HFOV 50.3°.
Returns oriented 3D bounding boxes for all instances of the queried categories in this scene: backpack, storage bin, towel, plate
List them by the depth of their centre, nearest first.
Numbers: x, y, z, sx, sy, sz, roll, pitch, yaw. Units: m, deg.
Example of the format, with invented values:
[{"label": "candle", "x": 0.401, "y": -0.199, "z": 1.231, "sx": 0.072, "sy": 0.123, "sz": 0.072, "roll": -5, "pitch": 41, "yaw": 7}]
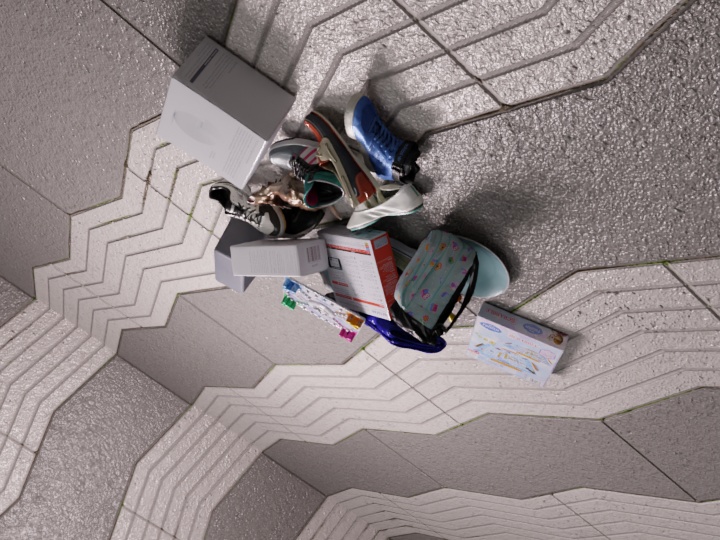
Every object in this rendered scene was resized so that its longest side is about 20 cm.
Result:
[{"label": "backpack", "x": 0.140, "y": 0.026, "z": 1.471, "sx": 0.126, "sy": 0.201, "sz": 0.167, "roll": 30, "pitch": -174, "yaw": -10}, {"label": "plate", "x": 0.214, "y": -0.014, "z": 1.570, "sx": 0.199, "sy": 0.026, "sz": 0.201, "roll": 21, "pitch": 149, "yaw": 13}, {"label": "towel", "x": 0.082, "y": 0.126, "z": 1.670, "sx": 0.147, "sy": 0.050, "sz": 0.200, "roll": 17, "pitch": -172, "yaw": -25}, {"label": "storage bin", "x": -0.276, "y": -0.040, "z": 1.842, "sx": 0.145, "sy": 0.135, "sz": 0.200, "roll": 26, "pitch": 152, "yaw": 5}]

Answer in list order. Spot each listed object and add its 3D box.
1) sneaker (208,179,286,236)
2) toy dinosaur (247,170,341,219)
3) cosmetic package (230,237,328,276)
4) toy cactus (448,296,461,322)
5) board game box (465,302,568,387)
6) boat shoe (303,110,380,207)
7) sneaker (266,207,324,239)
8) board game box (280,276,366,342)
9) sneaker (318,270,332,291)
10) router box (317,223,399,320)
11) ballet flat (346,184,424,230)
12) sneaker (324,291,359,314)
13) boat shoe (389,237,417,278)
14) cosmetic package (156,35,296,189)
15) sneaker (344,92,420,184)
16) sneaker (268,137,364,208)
[{"label": "sneaker", "x": -0.250, "y": -0.129, "z": 1.661, "sx": 0.199, "sy": 0.087, "sz": 0.076, "roll": 35, "pitch": 123, "yaw": 25}, {"label": "toy dinosaur", "x": -0.124, "y": -0.155, "z": 1.584, "sx": 0.199, "sy": 0.086, "sz": 0.136, "roll": 24, "pitch": 151, "yaw": -1}, {"label": "cosmetic package", "x": -0.179, "y": -0.028, "z": 1.672, "sx": 0.199, "sy": 0.101, "sz": 0.075, "roll": -1, "pitch": 99, "yaw": 38}, {"label": "toy cactus", "x": 0.132, "y": 0.051, "z": 1.685, "sx": 0.165, "sy": 0.103, "sz": 0.200, "roll": 40, "pitch": -174, "yaw": 30}, {"label": "board game box", "x": 0.348, "y": 0.171, "z": 1.729, "sx": 0.199, "sy": 0.041, "sz": 0.200, "roll": 22, "pitch": 151, "yaw": 12}, {"label": "boat shoe", "x": -0.046, "y": -0.204, "z": 1.385, "sx": 0.201, "sy": 0.062, "sz": 0.071, "roll": 52, "pitch": 179, "yaw": 13}, {"label": "sneaker", "x": -0.167, "y": -0.122, "z": 1.684, "sx": 0.199, "sy": 0.076, "sz": 0.088, "roll": -6, "pitch": 131, "yaw": 46}, {"label": "board game box", "x": -0.090, "y": 0.092, "z": 1.731, "sx": 0.199, "sy": 0.026, "sz": 0.200, "roll": 28, "pitch": 163, "yaw": 1}, {"label": "sneaker", "x": -0.051, "y": -0.007, "z": 1.770, "sx": 0.081, "sy": 0.074, "sz": 0.200, "roll": 15, "pitch": 159, "yaw": 19}, {"label": "router box", "x": 0.000, "y": 0.000, "z": 1.631, "sx": 0.199, "sy": 0.049, "sz": 0.181, "roll": 13, "pitch": 123, "yaw": 53}, {"label": "ballet flat", "x": 0.040, "y": -0.132, "z": 1.507, "sx": 0.199, "sy": 0.070, "sz": 0.069, "roll": -13, "pitch": 131, "yaw": 45}, {"label": "sneaker", "x": 0.010, "y": 0.064, "z": 1.785, "sx": 0.198, "sy": 0.076, "sz": 0.089, "roll": 8, "pitch": 126, "yaw": -17}, {"label": "boat shoe", "x": 0.074, "y": -0.020, "z": 1.613, "sx": 0.199, "sy": 0.062, "sz": 0.072, "roll": 22, "pitch": 151, "yaw": 40}, {"label": "cosmetic package", "x": -0.254, "y": -0.290, "z": 1.438, "sx": 0.199, "sy": 0.123, "sz": 0.199, "roll": 34, "pitch": 150, "yaw": -8}, {"label": "sneaker", "x": 0.048, "y": -0.223, "z": 1.326, "sx": 0.111, "sy": 0.077, "sz": 0.200, "roll": 20, "pitch": 155, "yaw": 27}, {"label": "sneaker", "x": -0.099, "y": -0.179, "z": 1.461, "sx": 0.198, "sy": 0.121, "sz": 0.084, "roll": 9, "pitch": 146, "yaw": 18}]
